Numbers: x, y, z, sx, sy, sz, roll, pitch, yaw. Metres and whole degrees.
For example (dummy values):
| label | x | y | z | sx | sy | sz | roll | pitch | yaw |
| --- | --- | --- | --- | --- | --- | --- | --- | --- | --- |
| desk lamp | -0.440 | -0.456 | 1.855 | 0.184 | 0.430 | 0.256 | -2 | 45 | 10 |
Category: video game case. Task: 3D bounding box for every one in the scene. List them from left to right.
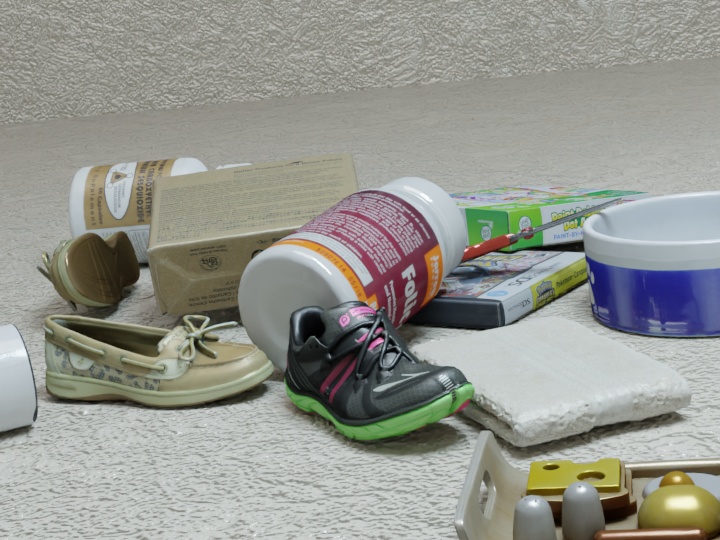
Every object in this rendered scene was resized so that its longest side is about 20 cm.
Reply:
| label | x | y | z | sx | sy | sz | roll | pitch | yaw |
| --- | --- | --- | --- | --- | --- | --- | --- | --- | --- |
| video game case | 0.087 | 0.013 | 1.378 | 0.200 | 0.026 | 0.181 | 3 | 16 | 35 |

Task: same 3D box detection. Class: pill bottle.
| label | x | y | z | sx | sy | sz | roll | pitch | yaw |
| --- | --- | --- | --- | --- | --- | --- | --- | --- | --- |
| pill bottle | -0.216 | -0.068 | 1.680 | 0.199 | 0.115 | 0.114 | -4 | 13 | 9 |
| pill bottle | 0.000 | 0.000 | 1.231 | 0.114 | 0.114 | 0.200 | 2 | 23 | 34 |

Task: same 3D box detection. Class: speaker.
| label | x | y | z | sx | sy | sz | roll | pitch | yaw |
| --- | --- | --- | --- | --- | --- | --- | --- | --- | --- |
| speaker | -0.347 | 0.099 | 1.106 | 0.200 | 0.081 | 0.081 | -13 | 14 | -24 |

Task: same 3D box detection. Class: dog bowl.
| label | x | y | z | sx | sy | sz | roll | pitch | yaw |
| --- | --- | --- | --- | --- | --- | --- | --- | --- | --- |
| dog bowl | 0.289 | -0.009 | 1.251 | 0.199 | 0.079 | 0.200 | -6 | 13 | 2 |

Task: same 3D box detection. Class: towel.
| label | x | y | z | sx | sy | sz | roll | pitch | yaw |
| --- | --- | --- | --- | --- | --- | --- | --- | --- | --- |
| towel | 0.127 | 0.078 | 1.062 | 0.132 | 0.035 | 0.200 | -12 | 15 | -17 |

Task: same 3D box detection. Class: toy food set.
| label | x | y | z | sx | sy | sz | roll | pitch | yaw |
| --- | --- | --- | --- | --- | --- | --- | --- | --- | --- |
| toy food set | 0.158 | 0.113 | 0.827 | 0.199 | 0.061 | 0.144 | -4 | 14 | 11 |

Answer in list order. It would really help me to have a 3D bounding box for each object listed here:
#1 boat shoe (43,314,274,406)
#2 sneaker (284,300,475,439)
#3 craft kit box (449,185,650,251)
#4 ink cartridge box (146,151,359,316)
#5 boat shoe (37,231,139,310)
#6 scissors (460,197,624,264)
| label | x | y | z | sx | sy | sz | roll | pitch | yaw |
| --- | --- | --- | --- | --- | --- | --- | --- | --- | --- |
| boat shoe | -0.166 | 0.068 | 1.184 | 0.199 | 0.063 | 0.073 | -2 | 13 | 19 |
| sneaker | 0.001 | 0.067 | 1.055 | 0.077 | 0.084 | 0.200 | -18 | 16 | -34 |
| craft kit box | 0.162 | -0.056 | 1.548 | 0.197 | 0.049 | 0.200 | -12 | 11 | -35 |
| ink cartridge box | -0.096 | -0.038 | 1.408 | 0.199 | 0.075 | 0.165 | -8 | 26 | 0 |
| boat shoe | -0.275 | 0.003 | 1.496 | 0.063 | 0.074 | 0.200 | -17 | 1 | 8 |
| scissors | 0.134 | -0.027 | 1.318 | 0.200 | 0.014 | 0.073 | -19 | -4 | 38 |
